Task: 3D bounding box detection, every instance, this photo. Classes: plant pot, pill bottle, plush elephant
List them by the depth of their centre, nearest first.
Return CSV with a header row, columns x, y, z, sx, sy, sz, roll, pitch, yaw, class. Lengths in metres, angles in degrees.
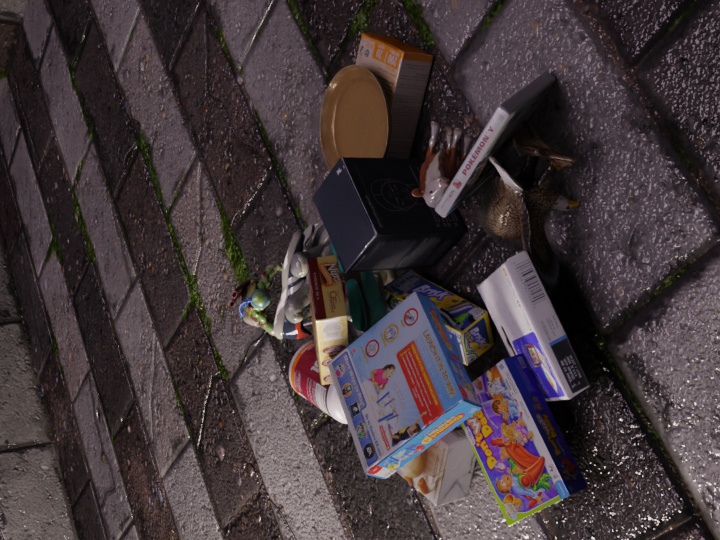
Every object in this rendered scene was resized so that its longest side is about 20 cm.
x,y,z,sx,sy,sz,roll,pitch,yaw,class
-0.005,-0.245,1.521,0.198,0.027,0.206,12,105,53,plant pot
-0.024,0.030,1.601,0.154,0.199,0.167,35,135,19,plush elephant
-0.038,0.212,1.656,0.198,0.111,0.116,24,112,48,pill bottle

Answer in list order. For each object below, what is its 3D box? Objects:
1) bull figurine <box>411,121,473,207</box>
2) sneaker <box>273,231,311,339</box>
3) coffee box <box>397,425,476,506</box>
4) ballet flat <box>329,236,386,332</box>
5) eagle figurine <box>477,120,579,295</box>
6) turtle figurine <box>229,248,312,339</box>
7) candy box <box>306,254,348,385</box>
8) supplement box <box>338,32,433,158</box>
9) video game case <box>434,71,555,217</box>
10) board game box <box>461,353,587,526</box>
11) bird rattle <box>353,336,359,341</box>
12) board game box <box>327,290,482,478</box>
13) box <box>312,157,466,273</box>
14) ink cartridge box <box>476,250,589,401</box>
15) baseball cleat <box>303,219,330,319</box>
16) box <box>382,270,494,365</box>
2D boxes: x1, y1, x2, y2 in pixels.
x,y,z,sx,sy,sz,roll,pitch,yaw,class
0.128,-0.155,1.360,0.064,0.200,0.125,13,94,12,bull figurine
-0.108,0.031,1.684,0.075,0.082,0.205,-72,-9,-80,sneaker
0.100,0.288,1.506,0.199,0.078,0.117,30,116,47,coffee box
0.000,0.000,1.510,0.067,0.070,0.205,-9,97,48,ballet flat
0.237,-0.082,1.250,0.148,0.152,0.204,20,119,11,eagle figurine
-0.174,0.063,1.854,0.146,0.197,0.193,62,162,-5,turtle figurine
-0.051,0.083,1.445,0.202,0.054,0.117,90,172,-54,candy box
0.041,-0.290,1.539,0.126,0.072,0.204,36,121,45,supplement box
0.191,-0.181,1.261,0.023,0.200,0.184,37,127,9,video game case
0.221,0.242,1.275,0.134,0.044,0.203,-45,63,44,board game box
0.073,0.176,1.464,0.199,0.161,0.115,35,140,45,bird rattle
0.060,0.172,1.344,0.195,0.055,0.203,-39,51,21,board game box
0.047,-0.091,1.445,0.107,0.197,0.151,-47,57,42,box
0.240,0.087,1.271,0.200,0.043,0.202,112,134,-79,ink cartridge box
-0.087,-0.010,1.750,0.107,0.069,0.203,52,123,46,baseball cleat
0.124,0.074,1.451,0.199,0.064,0.071,30,145,48,box
